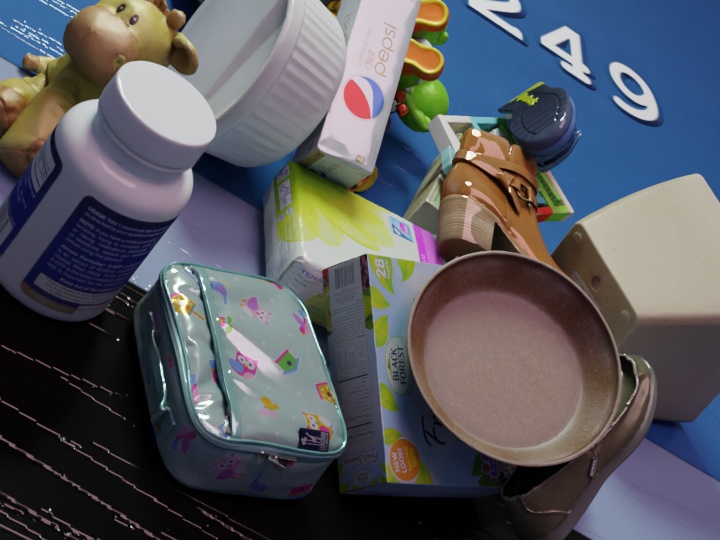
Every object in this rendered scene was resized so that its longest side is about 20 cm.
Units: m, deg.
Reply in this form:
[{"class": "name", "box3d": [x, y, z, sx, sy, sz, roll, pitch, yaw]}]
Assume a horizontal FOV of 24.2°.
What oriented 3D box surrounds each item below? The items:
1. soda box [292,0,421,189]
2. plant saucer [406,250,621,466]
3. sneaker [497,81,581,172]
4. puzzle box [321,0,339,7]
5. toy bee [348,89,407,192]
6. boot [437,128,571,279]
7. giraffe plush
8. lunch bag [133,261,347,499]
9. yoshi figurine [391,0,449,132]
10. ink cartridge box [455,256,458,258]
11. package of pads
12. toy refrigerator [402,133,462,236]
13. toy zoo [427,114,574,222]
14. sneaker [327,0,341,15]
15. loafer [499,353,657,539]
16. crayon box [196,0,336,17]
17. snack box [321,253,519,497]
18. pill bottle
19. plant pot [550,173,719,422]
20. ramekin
[{"class": "soda box", "box3d": [-0.003, -0.185, 1.642, 0.063, 0.068, 0.201, 22, 70, -19]}, {"class": "plant saucer", "box3d": [0.128, 0.080, 1.446, 0.199, 0.037, 0.201, 9, 62, -17]}, {"class": "sneaker", "box3d": [0.202, -0.147, 1.797, 0.082, 0.074, 0.200, 59, 7, -13]}, {"class": "puzzle box", "box3d": [0.012, -0.322, 1.893, 0.133, 0.200, 0.025, 38, 59, -8]}, {"class": "toy bee", "box3d": [-0.005, -0.158, 1.733, 0.131, 0.108, 0.201, 74, 8, -61]}, {"class": "boot", "box3d": [0.166, -0.046, 1.705, 0.200, 0.074, 0.155, 35, 48, -27]}, {"class": "giraffe plush", "box3d": [-0.224, -0.172, 1.474, 0.172, 0.162, 0.200, 35, 33, -10]}, {"class": "lunch bag", "box3d": [-0.103, 0.090, 1.374, 0.160, 0.077, 0.201, 15, 41, -37]}, {"class": "yoshi figurine", "box3d": [0.064, -0.210, 1.813, 0.112, 0.200, 0.112, -31, 81, -17]}, {"class": "ink cartridge box", "box3d": [0.159, 0.080, 1.627, 0.067, 0.117, 0.200, -21, 60, -13]}, {"class": "package of pads", "box3d": [0.000, 0.000, 1.606, 0.199, 0.068, 0.155, 26, 34, -25]}, {"class": "toy refrigerator", "box3d": [0.105, -0.078, 1.813, 0.076, 0.070, 0.200, 39, 32, -6]}, {"class": "toy zoo", "box3d": [0.146, -0.109, 1.814, 0.200, 0.020, 0.132, -6, 62, -55]}, {"class": "sneaker", "box3d": [0.004, -0.282, 1.848, 0.077, 0.200, 0.073, 25, 57, -7]}, {"class": "loafer", "box3d": [0.191, 0.149, 1.476, 0.070, 0.075, 0.200, 46, 68, -30]}, {"class": "crayon box", "box3d": [-0.099, -0.287, 1.817, 0.199, 0.051, 0.127, 22, 11, -30]}, {"class": "snack box", "box3d": [0.053, 0.097, 1.480, 0.168, 0.068, 0.201, 10, 68, -42]}, {"class": "pill bottle", "box3d": [-0.203, -0.064, 1.333, 0.119, 0.200, 0.120, 28, 34, -22]}, {"class": "plant pot", "box3d": [0.292, 0.036, 1.783, 0.176, 0.200, 0.200, -4, 53, -34]}, {"class": "ramekin", "box3d": [-0.100, -0.191, 1.615, 0.094, 0.202, 0.203, 34, 31, -33]}]
